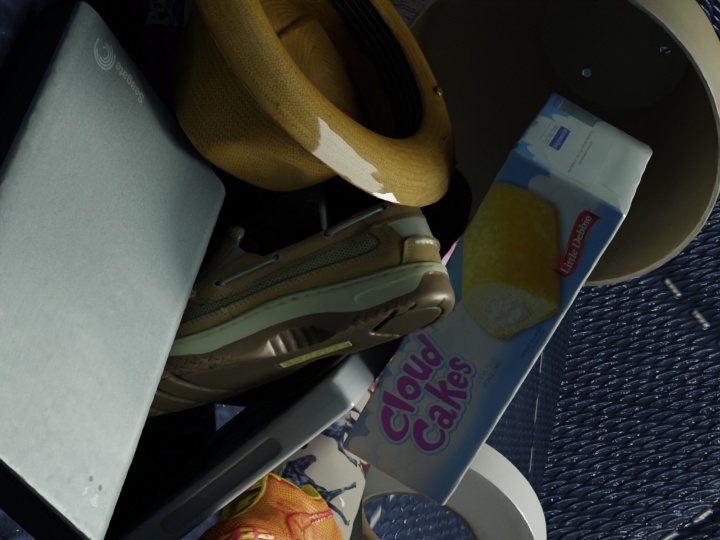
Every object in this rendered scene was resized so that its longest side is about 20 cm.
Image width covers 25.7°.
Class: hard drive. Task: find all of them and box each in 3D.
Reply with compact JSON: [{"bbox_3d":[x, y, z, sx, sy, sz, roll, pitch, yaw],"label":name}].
[{"bbox_3d":[-0.129,0.002,0.696,0.140,0.033,0.200,56,40,-45],"label":"hard drive"}]

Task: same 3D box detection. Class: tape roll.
[{"bbox_3d":[0.045,0.205,1.245,0.037,0.203,0.203,-63,157,-52],"label":"tape roll"}]

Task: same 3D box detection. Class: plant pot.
[{"bbox_3d":[0.133,-0.110,0.934,0.134,0.200,0.200,-50,147,-48],"label":"plant pot"}]

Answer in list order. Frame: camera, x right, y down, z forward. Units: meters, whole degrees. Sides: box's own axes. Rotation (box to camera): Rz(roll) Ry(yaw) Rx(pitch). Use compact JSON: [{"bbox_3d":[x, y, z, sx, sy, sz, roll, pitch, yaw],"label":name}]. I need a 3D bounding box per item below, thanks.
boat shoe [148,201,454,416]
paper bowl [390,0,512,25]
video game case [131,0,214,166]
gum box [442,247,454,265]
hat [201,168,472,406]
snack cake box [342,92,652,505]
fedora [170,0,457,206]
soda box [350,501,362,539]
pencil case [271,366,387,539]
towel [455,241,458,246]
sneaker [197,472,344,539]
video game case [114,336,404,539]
[{"bbox_3d":[-0.057,0.015,0.791,0.072,0.200,0.076,76,-3,-72],"label":"boat shoe"},{"bbox_3d":[0.055,-0.257,0.993,0.104,0.201,0.201,-32,-141,58],"label":"paper bowl"},{"bbox_3d":[-0.077,-0.162,0.882,0.181,0.036,0.200,-40,136,-69],"label":"video game case"},{"bbox_3d":[0.000,0.000,1.055,0.066,0.113,0.200,64,-1,12],"label":"gum box"},{"bbox_3d":[-0.042,-0.022,0.869,0.081,0.200,0.201,56,37,-32],"label":"hat"},{"bbox_3d":[0.075,0.015,0.855,0.200,0.067,0.115,-62,176,26],"label":"snack cake box"},{"bbox_3d":[-0.036,-0.096,0.780,0.201,0.082,0.201,41,28,-28],"label":"fedora"},{"bbox_3d":[-0.036,0.261,1.229,0.071,0.063,0.200,-61,156,-58],"label":"soda box"},{"bbox_3d":[-0.030,0.127,1.147,0.089,0.078,0.200,62,35,-41],"label":"pencil case"},{"bbox_3d":[0.077,-0.101,1.137,0.146,0.030,0.200,59,-41,42],"label":"towel"},{"bbox_3d":[-0.061,0.153,0.896,0.077,0.073,0.200,60,4,14],"label":"sneaker"},{"bbox_3d":[-0.049,0.087,0.918,0.182,0.024,0.200,-39,-178,22],"label":"video game case"}]
